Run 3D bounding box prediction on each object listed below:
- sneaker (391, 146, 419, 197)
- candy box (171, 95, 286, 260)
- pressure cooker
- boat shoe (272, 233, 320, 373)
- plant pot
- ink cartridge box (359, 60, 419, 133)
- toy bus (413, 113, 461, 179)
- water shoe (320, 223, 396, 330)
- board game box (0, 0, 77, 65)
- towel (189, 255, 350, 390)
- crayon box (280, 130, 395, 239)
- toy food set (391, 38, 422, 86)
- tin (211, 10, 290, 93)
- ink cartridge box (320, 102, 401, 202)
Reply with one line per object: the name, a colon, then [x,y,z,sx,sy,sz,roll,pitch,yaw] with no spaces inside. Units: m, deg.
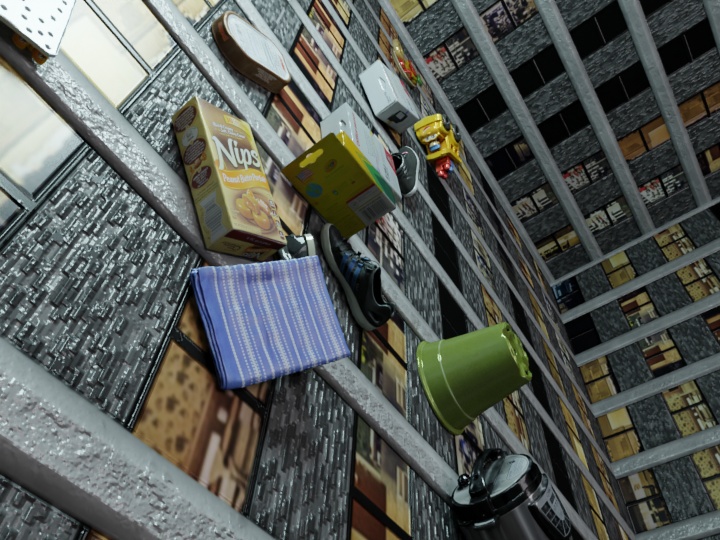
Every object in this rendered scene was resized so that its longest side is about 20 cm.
sneaker: [0.117,-0.311,1.606,0.100,0.069,0.205,49,30,-39]
candy box: [-0.179,-0.122,0.777,0.114,0.054,0.206,15,52,-61]
pressure cooker: [0.248,0.413,0.968,0.205,0.174,0.176,63,-16,5]
boat shoe: [-0.094,0.044,0.793,0.065,0.072,0.207,2,63,-21]
plant pot: [0.242,0.202,1.163,0.201,0.186,0.204,47,26,-31]
ink cartridge box: [0.091,-0.536,1.765,0.198,0.081,0.150,7,59,-63]
toy bus: [0.289,-0.446,2.087,0.198,0.132,0.200,22,60,-54]
water shoe: [0.000,0.000,1.000,0.205,0.077,0.071,64,23,4]
board game box: [-0.394,-0.342,0.591,0.199,0.025,0.205,40,31,-43]
towel: [-0.106,0.055,0.699,0.196,0.024,0.149,-7,71,-44]
crayon box: [-0.038,-0.161,1.035,0.200,0.124,0.052,45,27,-37]
toy food set: [0.197,-0.880,2.439,0.196,0.048,0.206,18,48,-60]
tin: [-0.201,-0.411,1.075,0.198,0.041,0.116,8,62,-63]
ink cartridge box: [0.001,-0.246,1.268,0.199,0.081,0.150,40,32,-43]
